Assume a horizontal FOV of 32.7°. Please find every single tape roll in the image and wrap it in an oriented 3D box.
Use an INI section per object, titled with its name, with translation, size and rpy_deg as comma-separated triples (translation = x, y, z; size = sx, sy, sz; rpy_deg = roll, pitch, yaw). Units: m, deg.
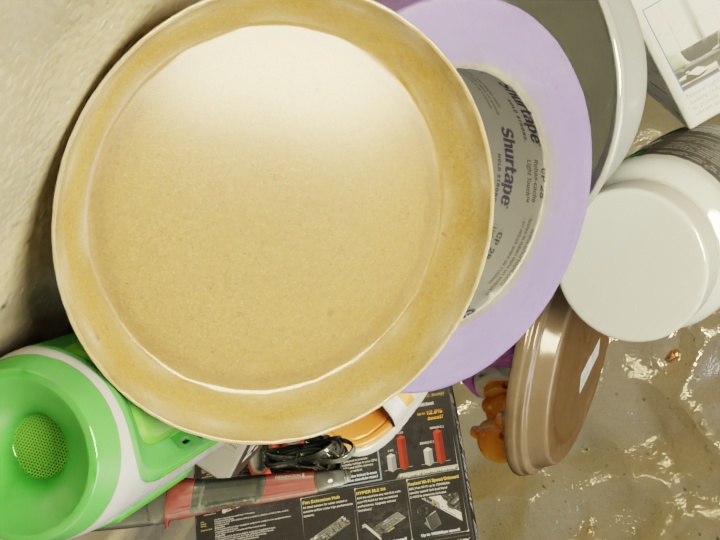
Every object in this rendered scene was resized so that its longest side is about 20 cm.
[tape roll]
translation = 0.021, -0.045, 0.636
size = 0.198, 0.085, 0.202
rpy_deg = -13, 112, -34

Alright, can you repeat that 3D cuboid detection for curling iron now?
[curling iron]
translation = -0.097, 0.122, 0.657
size = 0.050, 0.198, 0.026
rpy_deg = -72, 148, -84

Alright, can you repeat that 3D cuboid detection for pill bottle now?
[pill bottle]
translation = 0.206, -0.027, 0.812
size = 0.200, 0.113, 0.114
rpy_deg = -28, 149, -58

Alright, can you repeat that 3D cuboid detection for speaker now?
[speaker]
translation = -0.118, 0.069, 0.599
size = 0.089, 0.088, 0.200
rpy_deg = -60, 171, 11

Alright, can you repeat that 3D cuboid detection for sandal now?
[sandal]
translation = 0.033, 0.037, 0.880
size = 0.207, 0.079, 0.059
rpy_deg = -49, 158, -22

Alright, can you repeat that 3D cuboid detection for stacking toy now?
[stacking toy]
translation = 0.115, 0.061, 0.958
size = 0.110, 0.115, 0.202
rpy_deg = 111, -10, -55

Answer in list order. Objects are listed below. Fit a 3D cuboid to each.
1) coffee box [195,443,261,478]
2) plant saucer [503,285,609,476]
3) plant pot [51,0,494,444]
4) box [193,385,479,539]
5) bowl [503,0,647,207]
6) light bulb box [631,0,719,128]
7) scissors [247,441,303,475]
[coffee box]
translation = -0.057, 0.018, 0.773
size = 0.201, 0.079, 0.113
rpy_deg = -63, 173, 22
[plant saucer]
translation = 0.151, 0.054, 0.895
size = 0.200, 0.029, 0.202
rpy_deg = 14, 90, -68
[plant pot]
translation = -0.035, -0.023, 0.534
size = 0.201, 0.199, 0.027
rpy_deg = -59, -153, 3
[box]
translation = -0.021, 0.157, 0.886
size = 0.050, 0.198, 0.159
rpy_deg = 70, 10, -57
[bowl]
translation = 0.101, -0.123, 0.747
size = 0.090, 0.201, 0.202
rpy_deg = -18, 144, -41
[light bulb box]
translation = 0.230, -0.235, 0.902
size = 0.124, 0.201, 0.198
rpy_deg = -29, -166, 10
[scissors]
translation = -0.058, 0.057, 0.901
size = 0.073, 0.014, 0.202
rpy_deg = -34, -135, 35
